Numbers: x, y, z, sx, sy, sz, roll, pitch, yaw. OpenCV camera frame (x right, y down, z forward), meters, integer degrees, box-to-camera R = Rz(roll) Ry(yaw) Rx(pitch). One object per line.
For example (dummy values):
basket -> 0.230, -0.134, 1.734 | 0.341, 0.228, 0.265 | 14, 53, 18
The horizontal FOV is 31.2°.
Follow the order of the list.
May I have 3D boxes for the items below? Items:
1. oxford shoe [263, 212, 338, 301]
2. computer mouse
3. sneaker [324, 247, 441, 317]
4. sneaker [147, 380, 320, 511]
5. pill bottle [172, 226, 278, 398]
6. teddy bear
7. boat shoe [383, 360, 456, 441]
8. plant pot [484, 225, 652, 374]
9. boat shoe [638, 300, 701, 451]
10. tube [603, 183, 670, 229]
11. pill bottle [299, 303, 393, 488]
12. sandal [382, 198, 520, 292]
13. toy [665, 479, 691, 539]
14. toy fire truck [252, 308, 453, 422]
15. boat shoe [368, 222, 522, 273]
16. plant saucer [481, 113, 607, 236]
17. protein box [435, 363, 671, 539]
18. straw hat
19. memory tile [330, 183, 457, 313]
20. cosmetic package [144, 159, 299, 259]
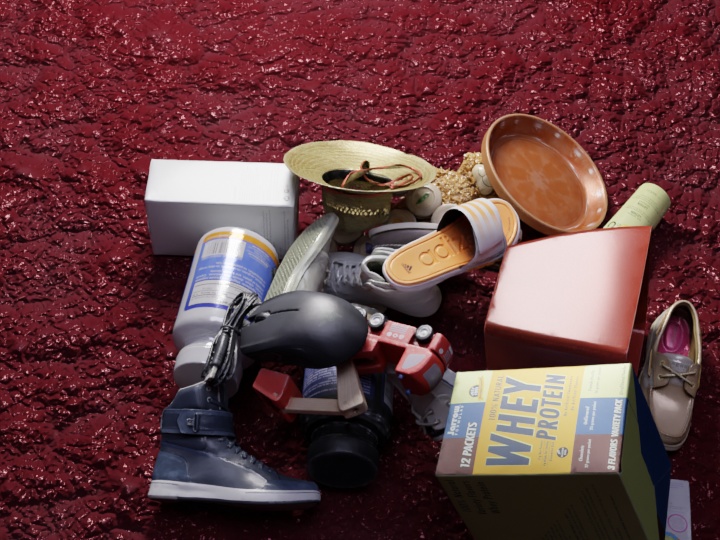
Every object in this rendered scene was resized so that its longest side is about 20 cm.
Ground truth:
oxford shoe -> -0.070, 0.014, 1.595 | 0.058, 0.075, 0.202 | 37, 56, -20
computer mouse -> -0.087, 0.065, 1.460 | 0.197, 0.053, 0.140 | -2, 47, 27
sneaker -> 0.000, 0.000, 1.623 | 0.197, 0.116, 0.075 | 8, 71, 14
sneaker -> -0.139, 0.201, 1.494 | 0.199, 0.077, 0.148 | 5, 73, 3
pill bottle -> -0.171, 0.056, 1.606 | 0.110, 0.113, 0.202 | 7, 53, 4
teddy bear -> 0.119, -0.092, 1.754 | 0.197, 0.067, 0.146 | -15, 56, -11
boat shoe -> 0.097, 0.165, 1.518 | 0.199, 0.071, 0.070 | 36, 65, -21
plant pot -> 0.249, 0.072, 1.562 | 0.174, 0.201, 0.202 | 8, 52, 16
boat shoe -> 0.383, 0.123, 1.591 | 0.073, 0.070, 0.202 | 12, 53, 0
tube -> 0.346, -0.036, 1.731 | 0.200, 0.052, 0.058 | -46, 25, -24
pill bottle -> -0.015, 0.150, 1.537 | 0.110, 0.113, 0.202 | 4, 52, 1
sandal -> 0.120, -0.037, 1.563 | 0.205, 0.059, 0.079 | -28, 67, -28
toy -> 0.312, 0.325, 1.451 | 0.113, 0.048, 0.202 | 8, 47, 3
toy fire truck -> -0.008, 0.116, 1.451 | 0.198, 0.049, 0.142 | 13, 59, 32
boat shoe -> 0.108, -0.026, 1.643 | 0.197, 0.072, 0.061 | 2, 82, -5
plant saucer -> 0.249, -0.126, 1.764 | 0.198, 0.032, 0.202 | 19, 48, -21
protein box -> 0.215, 0.216, 1.400 | 0.197, 0.199, 0.136 | -5, 48, 26
straw hat -> -0.004, -0.097, 1.672 | 0.198, 0.086, 0.202 | 4, 24, -2
memory tile -> 0.032, -0.043, 1.705 | 0.200, 0.017, 0.153 | -43, 68, -9
cosmetic package -> -0.181, -0.080, 1.711 | 0.197, 0.114, 0.082 | 4, 51, 0
